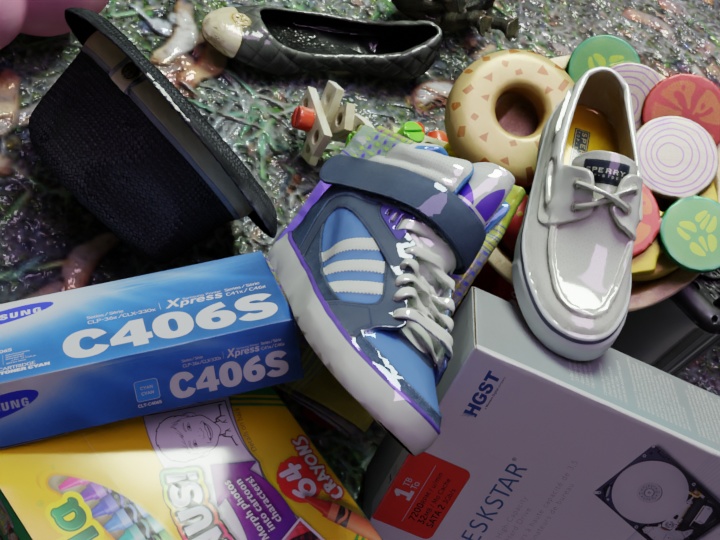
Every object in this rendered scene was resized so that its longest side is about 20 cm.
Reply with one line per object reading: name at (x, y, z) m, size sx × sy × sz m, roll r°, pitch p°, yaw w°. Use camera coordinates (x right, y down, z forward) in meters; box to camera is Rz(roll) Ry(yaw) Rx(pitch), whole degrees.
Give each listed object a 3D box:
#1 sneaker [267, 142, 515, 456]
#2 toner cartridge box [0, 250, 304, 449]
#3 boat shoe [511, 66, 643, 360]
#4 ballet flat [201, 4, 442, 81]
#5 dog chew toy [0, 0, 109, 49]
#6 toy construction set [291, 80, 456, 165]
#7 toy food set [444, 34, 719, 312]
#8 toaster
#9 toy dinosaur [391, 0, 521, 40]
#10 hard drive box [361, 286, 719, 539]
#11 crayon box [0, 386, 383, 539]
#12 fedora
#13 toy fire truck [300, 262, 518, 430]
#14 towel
sneaker at (0.036, -0.004, 0.687) m, size 0.081 × 0.146 × 0.200 m, roll 48°, pitch 4°, yaw -38°
toner cartridge box at (-0.141, 0.045, 0.697) m, size 0.200 × 0.043 × 0.095 m, roll -12°, pitch 27°, yaw -13°
boat shoe at (0.139, -0.043, 0.730) m, size 0.071 × 0.070 × 0.200 m, roll 15°, pitch 54°, yaw -2°
ballet flat at (-0.030, -0.191, 0.964) m, size 0.200 × 0.057 × 0.067 m, roll 1°, pitch 57°, yaw -24°
dog chew toy at (-0.267, -0.206, 0.832) m, size 0.200 × 0.125 × 0.125 m, roll -32°, pitch 74°, yaw -29°
toy construction set at (0.050, -0.094, 0.902) m, size 0.200 × 0.092 × 0.131 m, roll 4°, pitch 59°, yaw -16°
toy food set at (0.164, -0.068, 0.830) m, size 0.198 × 0.049 × 0.200 m, roll -9°, pitch 73°, yaw -4°
toaster at (0.242, -0.022, 0.931) m, size 0.181 × 0.119 × 0.200 m, roll -32°, pitch 74°, yaw -37°
toy dinosaur at (0.074, -0.234, 1.029) m, size 0.200 × 0.077 × 0.102 m, roll -30°, pitch 36°, yaw -35°
hard drive box at (0.122, 0.125, 0.741) m, size 0.200 × 0.156 × 0.077 m, roll 23°, pitch 26°, yaw -7°
crayon box at (-0.092, 0.158, 0.690) m, size 0.172 × 0.058 × 0.200 m, roll -27°, pitch 71°, yaw -36°
fedora at (-0.148, -0.073, 0.790) m, size 0.092 × 0.201 × 0.201 m, roll -42°, pitch 79°, yaw -5°
toy fire truck at (0.050, 0.038, 0.847) m, size 0.141 × 0.049 × 0.200 m, roll 24°, pitch 50°, yaw -5°
towel at (0.000, 0.000, 0.778) m, size 0.144 × 0.023 × 0.200 m, roll 30°, pitch 75°, yaw 33°
